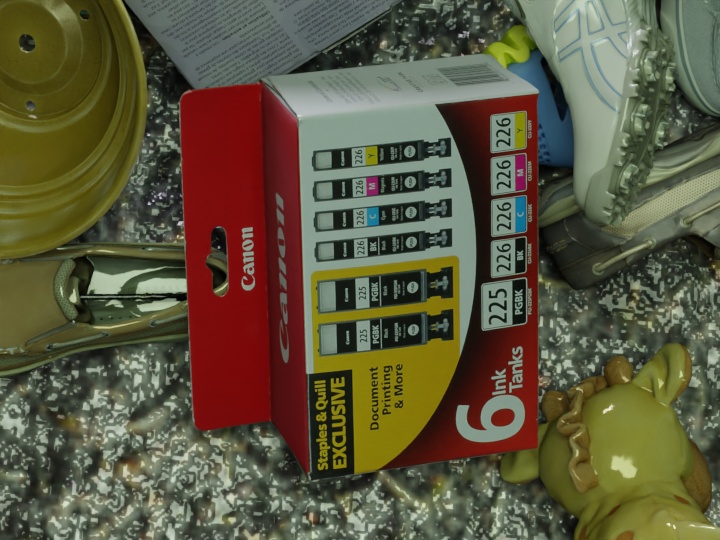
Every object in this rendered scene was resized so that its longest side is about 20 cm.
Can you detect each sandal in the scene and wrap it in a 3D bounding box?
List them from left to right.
[{"bbox_3d":[0.097,-0.091,1.405,0.200,0.079,0.087,-38,90,-7],"label":"sandal"}]

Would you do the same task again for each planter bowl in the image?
[{"bbox_3d":[-0.194,-0.114,1.362,0.199,0.083,0.202,6,111,16],"label":"planter bowl"}]

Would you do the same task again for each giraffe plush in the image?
[{"bbox_3d":[0.144,0.138,1.345,0.171,0.200,0.163,-15,50,4],"label":"giraffe plush"}]

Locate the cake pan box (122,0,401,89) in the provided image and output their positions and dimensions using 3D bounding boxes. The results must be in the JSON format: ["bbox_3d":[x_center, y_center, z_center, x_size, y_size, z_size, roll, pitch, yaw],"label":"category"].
[{"bbox_3d":[-0.055,-0.199,1.343,0.199,0.052,0.184,-32,123,14],"label":"cake pan box"}]

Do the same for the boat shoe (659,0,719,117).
[{"bbox_3d":[0.213,-0.172,1.382,0.070,0.071,0.202,-15,119,-26],"label":"boat shoe"}]

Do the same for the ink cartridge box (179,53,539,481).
[{"bbox_3d":[0.000,0.000,1.324,0.174,0.084,0.201,-7,110,-15],"label":"ink cartridge box"}]

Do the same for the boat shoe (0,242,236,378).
[{"bbox_3d":[-0.164,0.013,1.366,0.199,0.076,0.072,-11,82,-6],"label":"boat shoe"}]

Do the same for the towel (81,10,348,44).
[{"bbox_3d":[-0.097,-0.210,1.434,0.199,0.022,0.148,7,81,-4],"label":"towel"}]

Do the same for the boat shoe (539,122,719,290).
[{"bbox_3d":[0.195,-0.041,1.412,0.199,0.074,0.074,-18,93,2],"label":"boat shoe"}]

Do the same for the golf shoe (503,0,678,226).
[{"bbox_3d":[0.122,-0.124,1.357,0.097,0.078,0.201,6,84,18],"label":"golf shoe"}]
